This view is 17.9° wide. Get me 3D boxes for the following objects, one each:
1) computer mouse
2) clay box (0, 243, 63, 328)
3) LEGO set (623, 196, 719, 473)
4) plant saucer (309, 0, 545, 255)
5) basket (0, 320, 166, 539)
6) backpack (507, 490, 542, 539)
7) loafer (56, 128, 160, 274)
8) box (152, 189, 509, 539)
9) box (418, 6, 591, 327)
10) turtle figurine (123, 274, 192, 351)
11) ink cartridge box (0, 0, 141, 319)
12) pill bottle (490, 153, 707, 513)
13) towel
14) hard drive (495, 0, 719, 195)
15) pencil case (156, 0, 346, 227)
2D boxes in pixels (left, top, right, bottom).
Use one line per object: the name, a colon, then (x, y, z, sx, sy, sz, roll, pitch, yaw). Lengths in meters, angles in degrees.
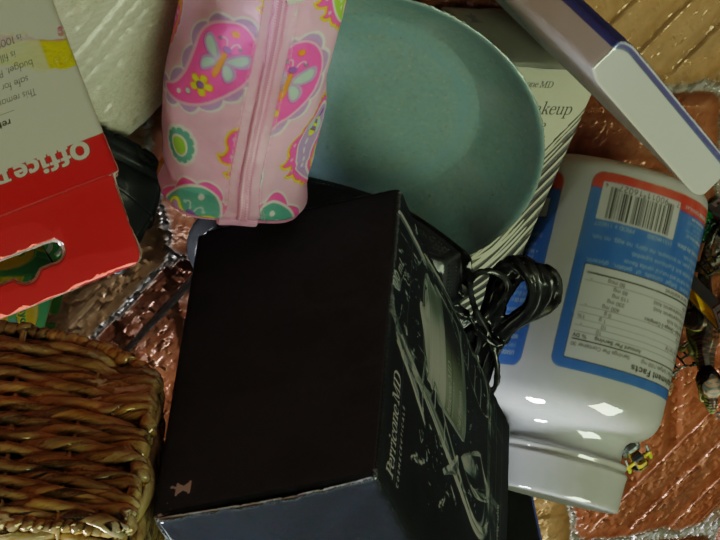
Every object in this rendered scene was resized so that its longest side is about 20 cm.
computer mouse: (0.000, 0.000, 1.266, 0.199, 0.053, 0.139, 21, 134, -14)
clay box: (-0.244, 0.038, 1.213, 0.199, 0.048, 0.115, -4, 129, -32)
LEGO set: (0.225, 0.060, 1.516, 0.199, 0.116, 0.154, -28, 137, -12)
plant saucer: (0.003, -0.082, 1.249, 0.200, 0.039, 0.202, 6, 134, 6)
basket: (-0.198, 0.121, 1.155, 0.199, 0.143, 0.150, 2, 133, 0)
backpack: (0.004, 0.194, 1.417, 0.199, 0.184, 0.147, -28, 149, 27)
loafer: (-0.179, -0.051, 1.158, 0.200, 0.068, 0.071, 24, 69, -47)
box: (-0.007, 0.103, 1.190, 0.123, 0.201, 0.197, -13, 132, 17)
box: (0.060, -0.051, 1.340, 0.082, 0.068, 0.201, -3, 127, -36)
turtle figurine: (-0.136, 0.132, 1.303, 0.193, 0.200, 0.144, -23, 121, 21)
ink cartridge box: (-0.191, -0.078, 1.058, 0.116, 0.067, 0.201, -22, 95, -18)
pill bottle: (0.137, 0.040, 1.380, 0.112, 0.112, 0.201, 21, 81, -44)
towel: (-0.104, -0.168, 1.150, 0.200, 0.035, 0.132, -47, 136, 10)
hard drive: (0.104, -0.131, 1.204, 0.025, 0.200, 0.132, -44, 138, 5)
pencil case: (-0.051, -0.118, 1.141, 0.087, 0.088, 0.201, -10, 132, -29)
